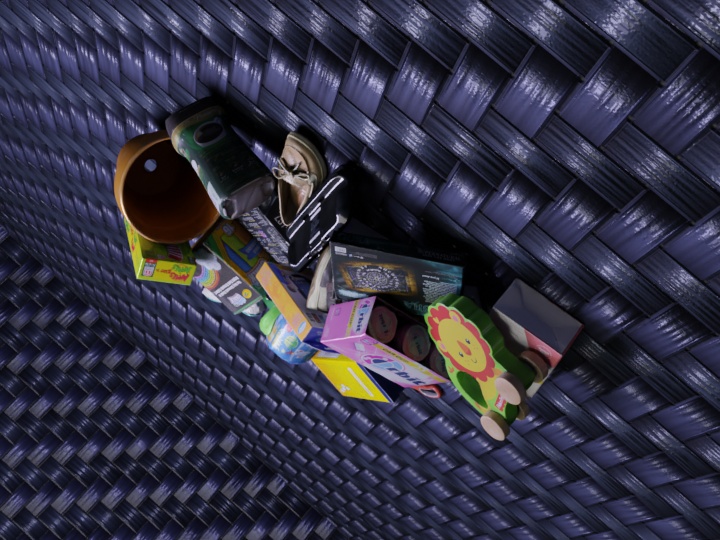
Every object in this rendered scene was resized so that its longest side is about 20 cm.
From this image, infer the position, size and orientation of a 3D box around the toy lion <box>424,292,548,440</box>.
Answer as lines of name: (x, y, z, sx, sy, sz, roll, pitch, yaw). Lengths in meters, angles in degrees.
toy lion: (0.167, 0.128, 1.255, 0.192, 0.069, 0.201, 41, 153, 23)

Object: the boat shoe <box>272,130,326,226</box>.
boat shoe: (-0.099, -0.140, 1.383, 0.073, 0.063, 0.200, 34, 155, 19)

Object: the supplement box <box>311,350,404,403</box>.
supplement box: (0.014, 0.173, 1.677, 0.110, 0.109, 0.200, 51, 156, -18)

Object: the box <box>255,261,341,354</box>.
box: (-0.088, 0.067, 1.521, 0.119, 0.042, 0.200, 12, -152, -47)

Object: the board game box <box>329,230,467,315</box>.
board game box: (0.055, 0.010, 1.291, 0.198, 0.028, 0.136, 11, 142, 11)

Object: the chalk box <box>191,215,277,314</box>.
chalk box: (-0.226, -0.007, 1.698, 0.200, 0.124, 0.125, 44, 142, -15)

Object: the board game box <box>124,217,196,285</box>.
board game box: (-0.379, -0.055, 1.639, 0.048, 0.101, 0.200, -65, 33, 28)

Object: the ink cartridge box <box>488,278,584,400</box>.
ink cartridge box: (0.232, 0.112, 1.273, 0.116, 0.068, 0.200, 36, 152, 14)

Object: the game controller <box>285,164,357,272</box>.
game controller: (-0.061, -0.077, 1.338, 0.042, 0.105, 0.200, 8, 149, -29)

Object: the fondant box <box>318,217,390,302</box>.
fondant box: (0.000, 0.000, 1.472, 0.144, 0.058, 0.201, 32, 153, 23)

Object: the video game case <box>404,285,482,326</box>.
video game case: (0.104, 0.081, 1.406, 0.199, 0.024, 0.183, 5, 141, 23)

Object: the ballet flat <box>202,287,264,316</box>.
ballet flat: (-0.291, 0.047, 2.017, 0.199, 0.072, 0.072, 19, 147, 39)

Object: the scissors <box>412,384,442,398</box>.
scissors: (0.094, 0.229, 1.763, 0.073, 0.014, 0.200, 48, 155, -15)

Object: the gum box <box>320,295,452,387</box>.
gum box: (0.052, 0.118, 1.368, 0.199, 0.067, 0.113, 31, 152, -31)

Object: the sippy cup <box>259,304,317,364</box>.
sippy cup: (-0.110, 0.101, 1.652, 0.177, 0.131, 0.140, 27, -158, -21)

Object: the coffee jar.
coffee jar: (-0.230, -0.186, 1.410, 0.200, 0.104, 0.085, 53, 164, 21)

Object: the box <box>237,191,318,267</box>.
box: (-0.158, -0.079, 1.561, 0.160, 0.044, 0.200, 49, 165, -15)

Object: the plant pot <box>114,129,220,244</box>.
plant pot: (-0.370, -0.173, 1.617, 0.183, 0.200, 0.201, 36, 161, 53)

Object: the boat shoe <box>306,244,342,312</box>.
boat shoe: (-0.041, 0.007, 1.404, 0.066, 0.072, 0.201, 16, 146, -2)
